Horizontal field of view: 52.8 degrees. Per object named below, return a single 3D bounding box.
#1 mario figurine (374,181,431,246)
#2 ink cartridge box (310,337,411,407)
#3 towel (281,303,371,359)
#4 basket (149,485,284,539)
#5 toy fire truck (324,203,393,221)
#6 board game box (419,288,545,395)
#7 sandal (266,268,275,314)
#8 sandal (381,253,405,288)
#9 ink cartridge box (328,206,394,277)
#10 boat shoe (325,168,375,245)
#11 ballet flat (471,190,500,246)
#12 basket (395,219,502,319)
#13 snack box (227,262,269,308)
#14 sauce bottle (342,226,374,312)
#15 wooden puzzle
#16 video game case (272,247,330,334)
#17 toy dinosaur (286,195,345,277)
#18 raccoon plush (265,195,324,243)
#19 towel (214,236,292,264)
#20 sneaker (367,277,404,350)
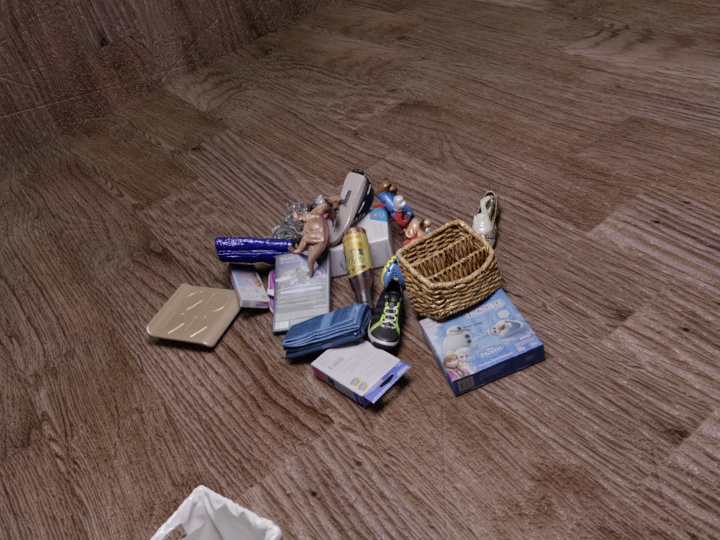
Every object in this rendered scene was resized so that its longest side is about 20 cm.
[{"bbox_3d":[0.126,-0.135,1.794,0.122,0.106,0.202,-23,73,-39],"label":"mario figurine"},{"bbox_3d":[0.002,0.207,1.499,0.119,0.043,0.198,-38,38,-27],"label":"ink cartridge box"},{"bbox_3d":[-0.075,0.127,1.586,0.195,0.049,0.112,-20,21,20],"label":"towel"},{"bbox_3d":[-0.225,0.486,1.125,0.196,0.164,0.199,12,45,36],"label":"basket"},{"bbox_3d":[-0.022,-0.147,1.964,0.196,0.050,0.142,-24,37,-9],"label":"toy fire truck"},{"bbox_3d":[0.243,0.140,1.482,0.195,0.044,0.200,-21,35,-5],"label":"board game box"},{"bbox_3d":[-0.196,0.048,1.781,0.081,0.051,0.204,-23,37,-5],"label":"sandal"},{"bbox_3d":[0.137,-0.009,1.697,0.197,0.081,0.087,-31,41,-16],"label":"sandal"},{"bbox_3d":[-0.018,-0.071,1.831,0.194,0.087,0.148,-13,36,9],"label":"ink cartridge box"},{"bbox_3d":[-0.022,-0.141,1.802,0.073,0.093,0.204,19,78,34],"label":"boat shoe"},{"bbox_3d":[0.304,-0.127,1.779,0.066,0.077,0.202,0,40,20],"label":"ballet flat"},{"bbox_3d":[0.196,-0.006,1.558,0.196,0.153,0.142,-25,16,-24],"label":"basket"},{"bbox_3d":[-0.282,0.035,1.818,0.070,0.025,0.201,5,25,-22],"label":"snack box"},{"bbox_3d":[0.000,0.000,1.688,0.064,0.066,0.205,-13,65,4],"label":"sauce bottle"},{"bbox_3d":[-0.400,0.115,1.788,0.195,0.047,0.187,8,43,23],"label":"wooden puzzle"},{"bbox_3d":[-0.138,0.047,1.718,0.139,0.019,0.205,-8,61,13],"label":"video game case"},{"bbox_3d":[-0.099,-0.095,1.717,0.131,0.086,0.206,-7,70,11],"label":"toy dinosaur"},{"bbox_3d":[-0.176,-0.121,1.900,0.096,0.201,0.134,40,57,4],"label":"raccoon plush"},{"bbox_3d":[-0.267,-0.042,1.836,0.194,0.148,0.051,2,75,-4],"label":"towel"},{"bbox_3d":[0.058,0.086,1.573,0.070,0.085,0.202,10,34,0],"label":"sneaker"}]
